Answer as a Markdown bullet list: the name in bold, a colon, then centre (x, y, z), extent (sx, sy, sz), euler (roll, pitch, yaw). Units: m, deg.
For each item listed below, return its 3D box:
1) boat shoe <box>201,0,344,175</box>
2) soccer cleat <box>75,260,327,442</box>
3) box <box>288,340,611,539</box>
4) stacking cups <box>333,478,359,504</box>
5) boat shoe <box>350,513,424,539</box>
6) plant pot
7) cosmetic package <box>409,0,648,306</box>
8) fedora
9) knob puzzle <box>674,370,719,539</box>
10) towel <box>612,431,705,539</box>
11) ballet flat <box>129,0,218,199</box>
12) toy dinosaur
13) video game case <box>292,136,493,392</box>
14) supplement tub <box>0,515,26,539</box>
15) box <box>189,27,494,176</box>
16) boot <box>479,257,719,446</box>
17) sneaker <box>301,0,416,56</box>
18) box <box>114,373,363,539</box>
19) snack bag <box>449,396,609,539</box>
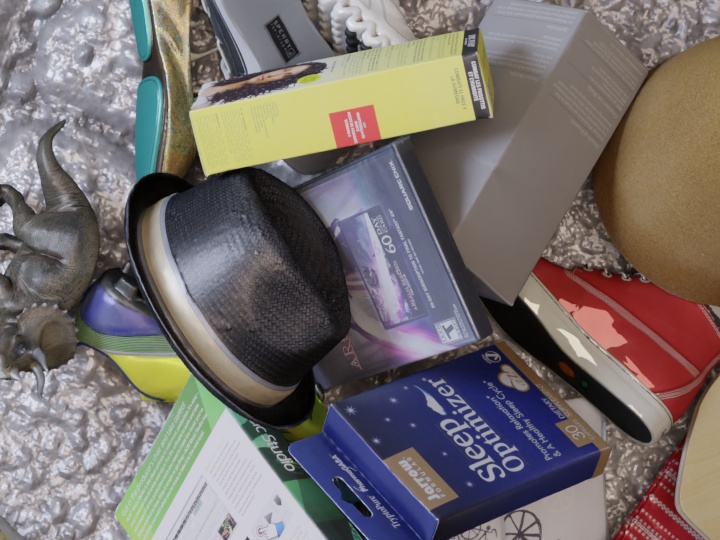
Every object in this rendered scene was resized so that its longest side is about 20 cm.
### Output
- **boat shoe**: centre (-0.068, -0.155, 1.723), extent (0.073, 0.068, 0.200), euler (-39, 130, -9)
- **soccer cleat**: centre (-0.114, 0.072, 1.753), extent (0.199, 0.065, 0.084), euler (32, 114, -7)
- **box**: centre (0.062, 0.121, 1.674), extent (0.199, 0.033, 0.121), euler (-19, 51, -37)
- **stacking cups**: centre (-0.001, 0.144, 1.756), extent (0.199, 0.061, 0.061), euler (-22, 92, -5)
- **boat shoe**: centre (-0.021, 0.213, 1.696), extent (0.062, 0.200, 0.075), euler (-11, 78, -37)
- **plant pot**: centre (0.275, -0.092, 1.678), extent (0.185, 0.200, 0.188), euler (3, 73, -11)
- **cosmetic package**: centre (0.100, -0.085, 1.709), extent (0.090, 0.107, 0.201), euler (36, 80, -37)
- **fedora**: centre (-0.070, 0.004, 1.665), extent (0.091, 0.201, 0.201), euler (-34, 94, 23)
- **knob puzzle**: centre (0.312, 0.142, 1.774), extent (0.218, 0.030, 0.221), euler (3, 80, -17)
- **towel**: centre (0.242, 0.230, 1.772), extent (0.144, 0.022, 0.200), euler (39, 76, -4)
- **ballet flat**: centre (-0.129, -0.142, 1.741), extent (0.070, 0.071, 0.202), euler (-4, 91, -4)
- **toy dinosaur**: centre (-0.224, -0.004, 1.723), extent (0.102, 0.077, 0.201), euler (15, 68, 15)
- **video game case**: centre (0.000, 0.000, 1.694), extent (0.019, 0.200, 0.144), euler (-26, 93, -37)
- **supplement tub**: centre (-0.243, 0.275, 1.696), extent (0.200, 0.144, 0.144), euler (44, 88, -3)
- **box**: centre (-0.011, -0.114, 1.649), extent (0.198, 0.075, 0.050), euler (-11, 109, 7)
- **boot**: centre (0.181, 0.010, 1.769), extent (0.200, 0.072, 0.144), euler (41, 72, 5)
- **sneaker**: centre (-0.002, -0.197, 1.728), extent (0.081, 0.075, 0.200), euler (-38, 75, -17)
- **box**: centre (-0.082, 0.182, 1.678), extent (0.200, 0.036, 0.145), euler (49, 123, 32)
- **snack bag**: centre (0.100, 0.192, 1.745), extent (0.199, 0.021, 0.190), euler (-6, 93, -27)
